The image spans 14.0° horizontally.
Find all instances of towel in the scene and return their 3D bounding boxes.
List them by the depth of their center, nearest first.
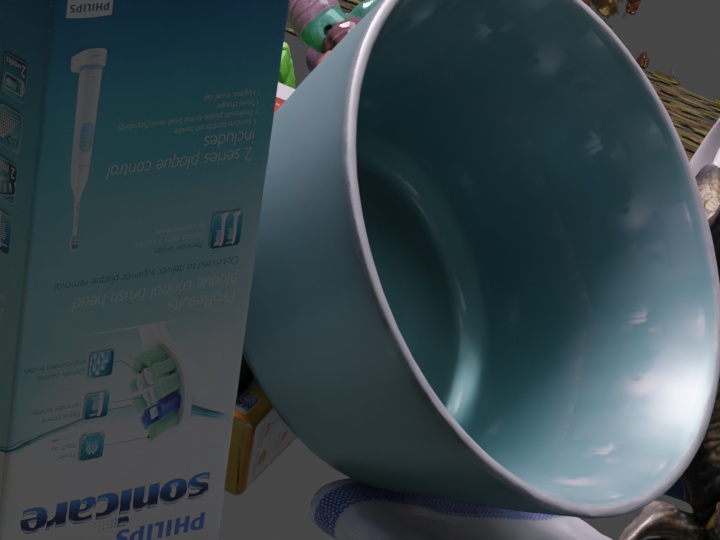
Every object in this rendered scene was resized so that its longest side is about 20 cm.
[{"bbox_3d":[0.091,0.124,1.032,0.200,0.024,0.147,30,13,39],"label":"towel"}]

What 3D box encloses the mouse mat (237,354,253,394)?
[{"bbox_3d":[-0.140,-0.025,1.028,0.200,0.008,0.161,4,52,-29],"label":"mouse mat"}]

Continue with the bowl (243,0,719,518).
[{"bbox_3d":[0.027,-0.001,1.036,0.105,0.201,0.201,-18,-20,39],"label":"bowl"}]

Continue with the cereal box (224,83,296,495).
[{"bbox_3d":[-0.054,-0.007,1.125,0.144,0.040,0.200,24,38,17],"label":"cereal box"}]

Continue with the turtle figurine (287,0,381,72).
[{"bbox_3d":[0.035,-0.061,1.391,0.200,0.101,0.150,51,-20,28],"label":"turtle figurine"}]

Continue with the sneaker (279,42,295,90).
[{"bbox_3d":[-0.084,-0.055,1.342,0.084,0.077,0.200,13,30,17],"label":"sneaker"}]

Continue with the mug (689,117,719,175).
[{"bbox_3d":[0.235,0.031,1.581,0.175,0.148,0.200,29,40,0],"label":"mug"}]

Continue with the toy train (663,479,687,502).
[{"bbox_3d":[0.109,0.033,1.292,0.200,0.116,0.085,20,9,-13],"label":"toy train"}]

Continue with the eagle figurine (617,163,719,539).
[{"bbox_3d":[0.153,0.021,1.187,0.152,0.200,0.151,-2,-11,34],"label":"eagle figurine"}]

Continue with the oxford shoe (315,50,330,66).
[{"bbox_3d":[0.054,-0.080,1.253,0.070,0.075,0.200,38,12,31],"label":"oxford shoe"}]

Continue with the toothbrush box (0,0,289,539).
[{"bbox_3d":[-0.103,-0.028,0.874,0.085,0.200,0.146,-8,26,-37],"label":"toothbrush box"}]
